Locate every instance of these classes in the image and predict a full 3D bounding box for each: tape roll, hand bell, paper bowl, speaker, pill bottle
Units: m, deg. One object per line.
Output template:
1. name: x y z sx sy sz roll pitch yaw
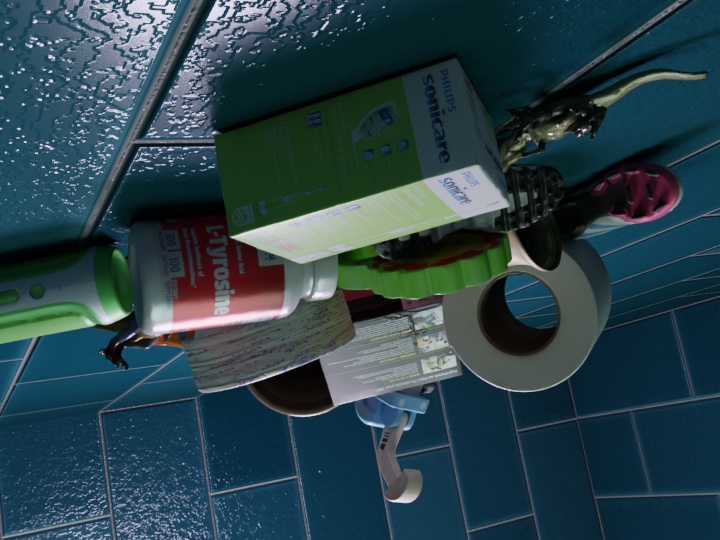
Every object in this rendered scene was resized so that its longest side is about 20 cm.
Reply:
1. tape roll: 0.222 0.043 1.119 0.201 0.205 0.139 -16 -177 26
2. hand bell: 0.130 -0.018 1.023 0.199 0.105 0.104 -23 164 39
3. paper bowl: -0.112 0.062 0.999 0.199 0.105 0.201 -19 -178 1
4. speaker: -0.344 0.029 0.884 0.198 0.089 0.088 -11 169 0
5. pill bottle: -0.128 -0.002 0.861 0.198 0.114 0.112 -7 168 -22

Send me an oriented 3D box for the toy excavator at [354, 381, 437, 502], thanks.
1. toy excavator: 0.049 0.235 1.331 0.099 0.202 0.194 16 -174 -40

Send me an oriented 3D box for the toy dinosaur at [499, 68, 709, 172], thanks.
1. toy dinosaur: 0.175 -0.127 0.700 0.199 0.048 0.088 -19 -177 40

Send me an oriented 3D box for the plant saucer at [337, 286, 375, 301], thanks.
1. plant saucer: 0.000 0.000 1.140 0.198 0.051 0.201 -12 166 -3

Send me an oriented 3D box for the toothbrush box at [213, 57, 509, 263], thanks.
1. toothbrush box: 0.006 -0.078 0.680 0.198 0.087 0.145 -14 168 17

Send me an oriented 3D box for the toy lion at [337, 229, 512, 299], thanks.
1. toy lion: 0.059 -0.013 0.881 0.198 0.069 0.192 -9 -164 19

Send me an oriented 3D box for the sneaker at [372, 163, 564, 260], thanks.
1. sneaker: 0.098 -0.073 0.833 0.198 0.067 0.091 -16 -150 -4

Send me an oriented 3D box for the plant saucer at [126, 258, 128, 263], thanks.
1. plant saucer: -0.221 0.013 1.049 0.198 0.037 0.200 -10 170 -2

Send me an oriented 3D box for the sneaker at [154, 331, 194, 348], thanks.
1. sneaker: -0.276 0.097 1.313 0.198 0.078 0.073 -13 171 20

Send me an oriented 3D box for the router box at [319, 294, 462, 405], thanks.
1. router box: 0.038 0.103 1.200 0.198 0.051 0.150 -13 127 0

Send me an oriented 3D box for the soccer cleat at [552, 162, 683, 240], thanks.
1. soccer cleat: 0.312 -0.087 1.010 0.086 0.071 0.199 -15 178 -32

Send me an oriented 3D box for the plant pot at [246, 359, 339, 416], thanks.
1. plant pot: -0.091 0.111 1.341 0.198 0.203 0.175 -10 -173 -2

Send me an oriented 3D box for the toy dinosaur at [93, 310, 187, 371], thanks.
1. toy dinosaur: -0.283 0.059 1.183 0.181 0.200 0.105 -45 158 -7
